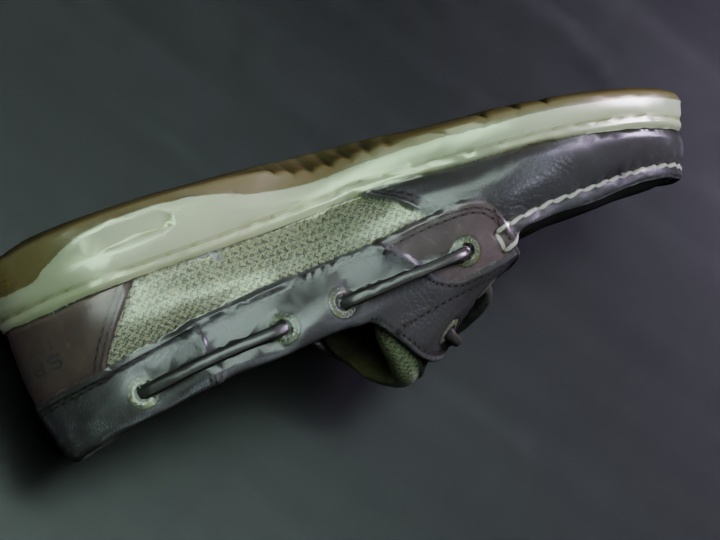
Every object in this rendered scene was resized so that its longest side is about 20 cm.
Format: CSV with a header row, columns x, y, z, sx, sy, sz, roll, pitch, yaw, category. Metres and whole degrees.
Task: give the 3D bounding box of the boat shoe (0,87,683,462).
x,y,z,sx,sy,sz,roll,pitch,yaw,category
0.000,0.000,0.742,0.201,0.072,0.066,-15,89,-22,boat shoe
